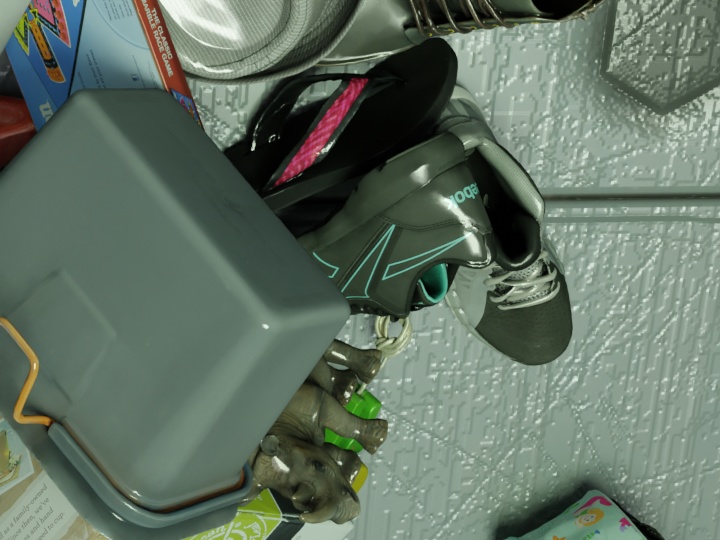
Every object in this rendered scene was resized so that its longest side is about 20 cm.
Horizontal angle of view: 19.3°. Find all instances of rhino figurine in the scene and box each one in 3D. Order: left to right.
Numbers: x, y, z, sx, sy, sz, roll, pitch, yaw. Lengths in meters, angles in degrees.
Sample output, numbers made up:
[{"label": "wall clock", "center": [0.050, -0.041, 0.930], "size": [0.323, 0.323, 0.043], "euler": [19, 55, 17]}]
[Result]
[{"label": "rhino figurine", "center": [-0.034, 0.083, 1.146], "size": [0.087, 0.200, 0.060], "euler": [23, 113, -13]}]

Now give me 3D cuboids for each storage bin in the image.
[{"label": "storage bin", "center": [-0.112, 0.011, 1.023], "size": [0.135, 0.200, 0.145], "euler": [-50, 161, 23]}]

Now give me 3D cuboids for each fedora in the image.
[{"label": "fedora", "center": [-0.084, -0.179, 1.106], "size": [0.175, 0.090, 0.201], "euler": [-19, 112, 15]}]

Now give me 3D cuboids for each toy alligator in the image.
[{"label": "toy alligator", "center": [-0.017, 0.110, 1.310], "size": [0.201, 0.059, 0.054], "euler": [-57, 158, 9]}]

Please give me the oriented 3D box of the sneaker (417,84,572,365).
[{"label": "sneaker", "center": [0.083, -0.006, 1.243], "size": [0.075, 0.116, 0.201], "euler": [-31, 118, -3]}]

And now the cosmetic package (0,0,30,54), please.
[{"label": "cosmetic package", "center": [-0.212, -0.148, 1.047], "size": [0.074, 0.102, 0.200], "euler": [47, 131, 6]}]

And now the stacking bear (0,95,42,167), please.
[{"label": "stacking bear", "center": [-0.235, 0.014, 1.173], "size": [0.113, 0.121, 0.202], "euler": [12, 122, 24]}]

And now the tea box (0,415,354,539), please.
[{"label": "tea box", "center": [-0.150, 0.149, 1.184], "size": [0.200, 0.134, 0.196], "euler": [-48, 146, 22]}]

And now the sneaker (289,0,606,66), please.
[{"label": "sneaker", "center": [0.043, -0.159, 1.169], "size": [0.198, 0.106, 0.075], "euler": [-24, 118, -2]}]

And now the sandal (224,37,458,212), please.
[{"label": "sandal", "center": [-0.033, -0.077, 1.204], "size": [0.199, 0.075, 0.045], "euler": [-30, 126, 3]}]

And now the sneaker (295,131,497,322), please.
[{"label": "sneaker", "center": [0.000, 0.000, 1.200], "size": [0.200, 0.075, 0.080], "euler": [-36, 86, 46]}]

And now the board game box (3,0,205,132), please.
[{"label": "board game box", "center": [-0.139, -0.111, 1.093], "size": [0.102, 0.019, 0.202], "euler": [-6, 111, 37]}]

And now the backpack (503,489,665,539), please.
[{"label": "backpack", "center": [0.157, 0.249, 1.349], "size": [0.149, 0.178, 0.202], "euler": [-22, 114, -9]}]
